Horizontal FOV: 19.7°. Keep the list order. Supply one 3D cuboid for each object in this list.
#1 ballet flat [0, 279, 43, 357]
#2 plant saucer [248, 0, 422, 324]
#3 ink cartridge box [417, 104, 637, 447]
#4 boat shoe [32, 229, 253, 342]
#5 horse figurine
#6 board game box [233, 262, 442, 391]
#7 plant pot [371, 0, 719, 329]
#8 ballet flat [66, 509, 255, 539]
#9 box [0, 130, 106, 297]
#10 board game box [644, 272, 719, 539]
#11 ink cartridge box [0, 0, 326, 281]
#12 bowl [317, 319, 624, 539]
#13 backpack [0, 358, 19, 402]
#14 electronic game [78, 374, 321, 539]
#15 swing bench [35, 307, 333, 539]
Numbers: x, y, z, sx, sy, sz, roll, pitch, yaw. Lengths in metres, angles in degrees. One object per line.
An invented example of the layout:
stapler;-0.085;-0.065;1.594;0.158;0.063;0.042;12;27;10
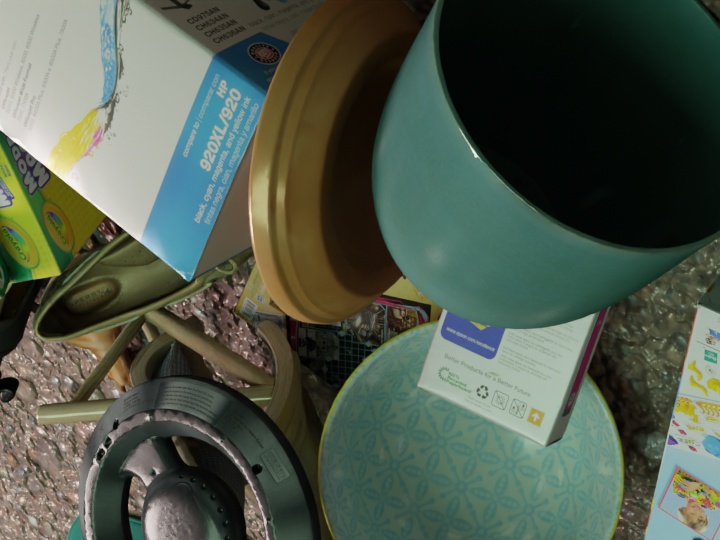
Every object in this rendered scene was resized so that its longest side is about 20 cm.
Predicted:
ballet flat;-0.235;-0.035;1.453;0.068;0.201;0.068;13;159;-5
plant saucer;0.002;-0.065;1.224;0.037;0.200;0.201;13;131;27
ink cartridge box;0.110;-0.002;1.277;0.094;0.037;0.201;24;107;22
boat shoe;-0.139;-0.005;1.443;0.199;0.063;0.073;-32;101;19
horse figurine;-0.208;0.006;1.569;0.133;0.050;0.200;44;143;12
board game box;0.000;0.000;1.405;0.135;0.035;0.200;37;139;9
plant pot;0.096;-0.061;1.156;0.200;0.201;0.161;43;142;1
ballet flat;-0.118;0.208;1.449;0.199;0.069;0.070;10;129;38
box;-0.209;-0.080;1.380;0.048;0.200;0.118;-8;120;27
board game box;0.247;0.085;1.222;0.104;0.103;0.201;25;135;20
ink cartridge box;-0.114;-0.126;1.279;0.200;0.147;0.145;37;126;16
bowl;0.073;0.131;1.382;0.200;0.200;0.108;41;-179;3
backpack;-0.370;0.010;1.576;0.200;0.190;0.155;33;118;38
electronic game;-0.108;0.168;1.365;0.199;0.042;0.202;7;103;34
swing bench;-0.091;0.138;1.500;0.199;0.130;0.200;9;140;33
